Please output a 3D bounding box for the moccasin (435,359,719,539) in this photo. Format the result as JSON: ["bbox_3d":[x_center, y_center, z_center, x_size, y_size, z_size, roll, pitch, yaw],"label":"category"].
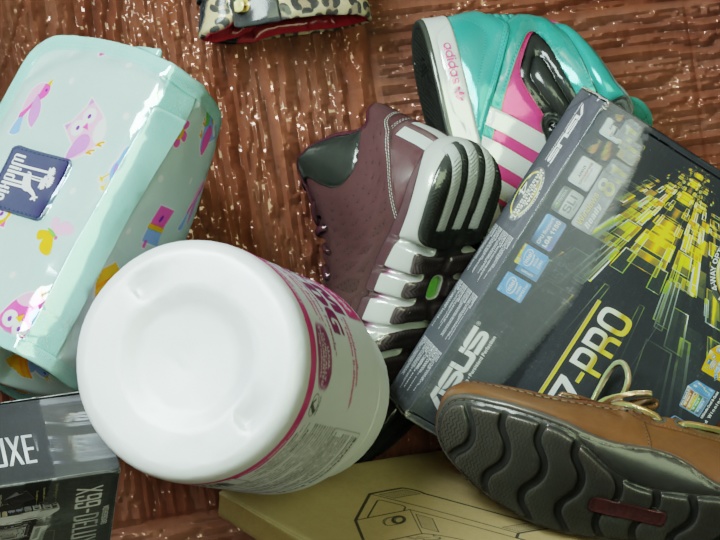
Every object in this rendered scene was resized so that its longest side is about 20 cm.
[{"bbox_3d":[0.138,0.096,1.361,0.201,0.078,0.074,10,122,3],"label":"moccasin"}]

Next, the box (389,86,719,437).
[{"bbox_3d":[0.134,0.026,1.404,0.161,0.049,0.200,31,96,-18],"label":"box"}]

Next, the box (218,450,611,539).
[{"bbox_3d":[0.049,0.144,1.344,0.163,0.200,0.021,-5,111,-39],"label":"box"}]

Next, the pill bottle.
[{"bbox_3d":[-0.055,0.052,1.290,0.113,0.200,0.114,-2,83,14],"label":"pill bottle"}]

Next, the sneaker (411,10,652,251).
[{"bbox_3d":[0.108,-0.054,1.462,0.121,0.084,0.200,-13,89,-9],"label":"sneaker"}]

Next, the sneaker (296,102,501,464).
[{"bbox_3d":[0.000,0.000,1.436,0.076,0.115,0.200,1,118,-47],"label":"sneaker"}]

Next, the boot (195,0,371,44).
[{"bbox_3d":[-0.087,-0.201,1.429,0.200,0.073,0.151,-6,86,-21],"label":"boot"}]

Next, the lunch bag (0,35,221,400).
[{"bbox_3d":[-0.149,-0.022,1.325,0.122,0.200,0.170,31,78,-10],"label":"lunch bag"}]

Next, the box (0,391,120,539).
[{"bbox_3d":[-0.206,0.142,1.296,0.158,0.200,0.050,-8,55,-15],"label":"box"}]
